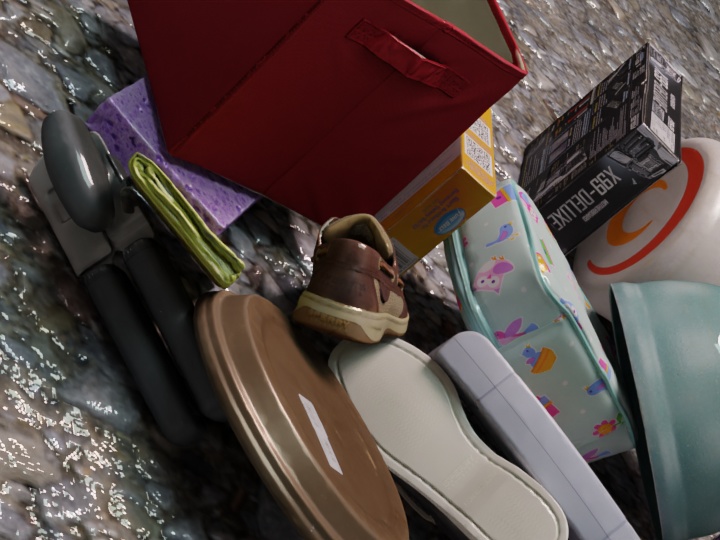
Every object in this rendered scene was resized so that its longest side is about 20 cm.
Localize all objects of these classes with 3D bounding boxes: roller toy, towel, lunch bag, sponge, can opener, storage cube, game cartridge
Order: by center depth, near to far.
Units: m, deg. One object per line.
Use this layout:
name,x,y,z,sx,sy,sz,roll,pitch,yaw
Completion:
can opener,-0.134,0.005,1.020,0.201,0.053,0.066,60,11,15
towel,-0.101,-0.027,1.046,0.086,0.018,0.200,52,-5,-3
game cartridge,0.115,0.128,1.196,0.200,0.041,0.133,53,-5,2
storage cube,-0.027,-0.163,1.205,0.171,0.180,0.201,24,34,-41
sponge,-0.102,-0.092,1.230,0.112,0.030,0.200,48,25,-3
lunch bag,0.130,0.041,1.320,0.200,0.077,0.161,58,12,-34
roller toy,0.287,-0.007,1.568,0.140,0.200,0.183,39,63,-20

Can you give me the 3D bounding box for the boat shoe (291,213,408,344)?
boat shoe,0.000,0.000,1.159,0.072,0.072,0.200,16,5,7

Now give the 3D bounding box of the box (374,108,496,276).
box,0.045,-0.084,1.352,0.041,0.119,0.200,39,28,-21

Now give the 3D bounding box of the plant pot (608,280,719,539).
plant pot,0.269,0.096,1.347,0.200,0.133,0.201,-11,90,-84

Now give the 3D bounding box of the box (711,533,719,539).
box,0.378,0.287,1.412,0.176,0.097,0.201,15,42,-50

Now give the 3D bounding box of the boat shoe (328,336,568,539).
boat shoe,0.054,0.122,1.157,0.200,0.074,0.060,41,-20,20

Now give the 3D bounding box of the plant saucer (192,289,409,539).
plant saucer,-0.028,0.093,1.034,0.201,0.029,0.200,56,10,-15

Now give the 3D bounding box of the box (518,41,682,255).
box,0.209,-0.103,1.597,0.050,0.158,0.200,43,26,-12
